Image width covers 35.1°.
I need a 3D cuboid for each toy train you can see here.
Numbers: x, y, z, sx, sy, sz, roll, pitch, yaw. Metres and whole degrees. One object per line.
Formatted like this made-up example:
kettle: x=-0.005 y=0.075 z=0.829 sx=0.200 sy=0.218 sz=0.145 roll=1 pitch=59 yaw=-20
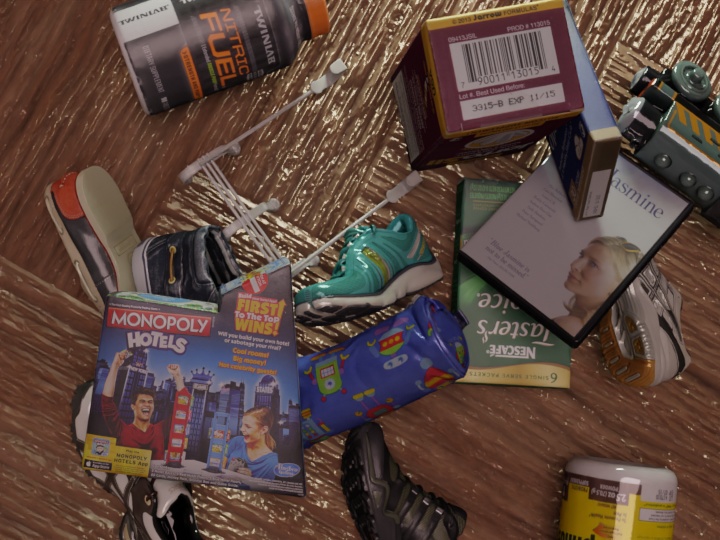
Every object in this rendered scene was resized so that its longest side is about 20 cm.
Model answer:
toy train: x=0.343 y=-0.119 z=1.125 sx=0.199 sy=0.085 sz=0.114 roll=37 pitch=54 yaw=-2

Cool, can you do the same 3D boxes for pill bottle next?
pill bottle: x=-0.130 y=-0.230 z=1.086 sx=0.197 sy=0.106 sz=0.108 roll=-21 pitch=88 yaw=-7
pill bottle: x=0.240 y=0.285 z=1.086 sx=0.107 sy=0.109 sz=0.204 roll=7 pitch=85 yaw=-5

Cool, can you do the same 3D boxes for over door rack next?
over door rack: x=-0.059 y=-0.085 z=1.108 sx=0.199 sy=0.067 sz=0.149 roll=-37 pitch=92 yaw=-19

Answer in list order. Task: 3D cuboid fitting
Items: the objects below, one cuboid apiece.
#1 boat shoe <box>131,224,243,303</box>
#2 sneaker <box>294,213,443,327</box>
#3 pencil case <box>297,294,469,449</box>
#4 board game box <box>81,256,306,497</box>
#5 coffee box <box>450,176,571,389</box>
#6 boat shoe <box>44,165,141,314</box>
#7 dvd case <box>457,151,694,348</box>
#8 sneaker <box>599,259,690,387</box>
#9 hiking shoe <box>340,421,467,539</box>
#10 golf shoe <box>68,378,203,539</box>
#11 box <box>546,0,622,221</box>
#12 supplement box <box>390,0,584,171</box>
boat shoe: x=-0.147 y=0.061 z=1.056 sx=0.090 sy=0.071 sz=0.204 roll=-13 pitch=94 yaw=31
sneaker: x=0.000 y=0.000 z=1.062 sx=0.077 sy=0.199 sz=0.081 roll=-19 pitch=94 yaw=37
pencil case: x=0.007 y=0.093 z=1.056 sx=0.198 sy=0.078 sz=0.088 roll=-27 pitch=70 yaw=20
board game box: x=-0.129 y=0.081 z=0.995 sx=0.196 sy=0.062 sz=0.204 roll=10 pitch=94 yaw=-10
coffee box: x=0.151 y=0.015 z=1.129 sx=0.121 sy=0.044 sz=0.204 roll=5 pitch=85 yaw=-6
boat shoe: x=-0.237 y=0.002 z=1.080 sx=0.062 sy=0.071 sz=0.203 roll=-16 pitch=103 yaw=29
dvd case: x=0.206 y=-0.038 z=1.082 sx=0.142 sy=0.018 sz=0.200 roll=37 pitch=66 yaw=19
sneaker: x=0.273 y=0.016 z=1.138 sx=0.087 sy=0.075 sz=0.204 roll=-1 pitch=76 yaw=-35
hiking shoe: x=0.048 y=0.235 z=1.097 sx=0.099 sy=0.076 sz=0.203 roll=-18 pitch=92 yaw=-21
golf shoe: x=-0.196 y=0.186 z=1.047 sx=0.077 sy=0.094 sz=0.203 roll=-29 pitch=96 yaw=-49
box: x=0.194 y=-0.164 z=1.073 sx=0.032 sy=0.122 sz=0.203 roll=-10 pitch=58 yaw=-3
supplement box: x=0.111 y=-0.166 z=1.059 sx=0.129 sy=0.200 sz=0.105 roll=-11 pitch=88 yaw=-6
